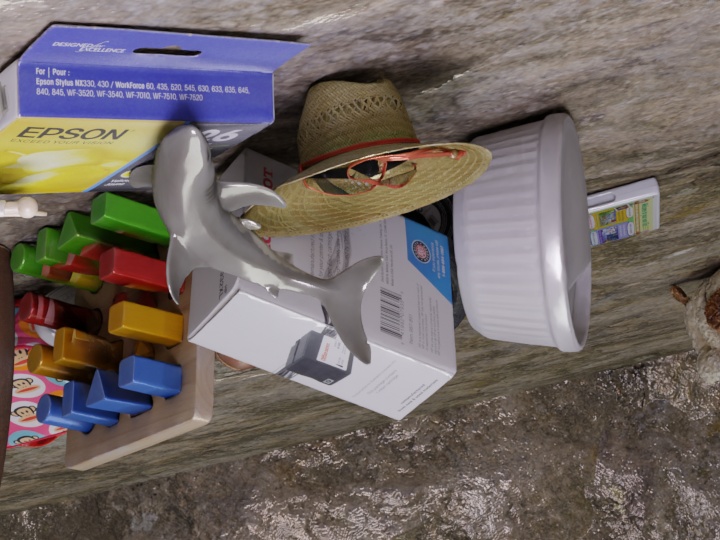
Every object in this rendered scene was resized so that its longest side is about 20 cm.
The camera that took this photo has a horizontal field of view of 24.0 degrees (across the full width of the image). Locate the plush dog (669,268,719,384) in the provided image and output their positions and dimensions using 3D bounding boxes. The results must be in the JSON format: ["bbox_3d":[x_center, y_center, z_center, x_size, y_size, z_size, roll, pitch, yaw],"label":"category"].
[{"bbox_3d":[0.551,0.042,2.511,0.200,0.160,0.172,-39,166,-28],"label":"plush dog"}]

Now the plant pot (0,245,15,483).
[{"bbox_3d":[-0.367,0.098,1.425,0.186,0.201,0.187,-14,169,-3],"label":"plant pot"}]

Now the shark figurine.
[{"bbox_3d":[-0.090,-0.007,1.148,0.128,0.090,0.214,-10,140,43],"label":"shark figurine"}]

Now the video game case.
[{"bbox_3d":[0.244,-0.051,1.891,0.181,0.022,0.200,-15,168,7],"label":"video game case"}]

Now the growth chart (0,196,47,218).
[{"bbox_3d":[-0.289,-0.040,1.129,0.144,0.018,0.200,-3,-177,-19],"label":"growth chart"}]

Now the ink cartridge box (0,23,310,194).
[{"bbox_3d":[-0.162,-0.099,1.112,0.197,0.047,0.200,-2,167,-40],"label":"ink cartridge box"}]

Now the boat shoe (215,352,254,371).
[{"bbox_3d":[-0.092,0.043,1.599,0.068,0.072,0.200,-46,-173,31],"label":"boat shoe"}]

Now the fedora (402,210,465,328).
[{"bbox_3d":[0.000,0.000,1.503,0.199,0.092,0.201,-2,136,-2],"label":"fedora"}]

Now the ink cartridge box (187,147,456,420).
[{"bbox_3d":[-0.030,0.012,1.337,0.199,0.146,0.084,23,136,-26],"label":"ink cartridge box"}]

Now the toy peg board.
[{"bbox_3d":[-0.214,0.042,1.392,0.098,0.200,0.200,17,153,-36],"label":"toy peg board"}]

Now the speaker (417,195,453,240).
[{"bbox_3d":[0.101,-0.038,1.633,0.081,0.082,0.200,-18,168,23],"label":"speaker"}]

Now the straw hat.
[{"bbox_3d":[-0.004,-0.095,1.214,0.200,0.086,0.201,-14,170,-3],"label":"straw hat"}]

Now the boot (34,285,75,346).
[{"bbox_3d":[-0.206,0.018,1.603,0.199,0.074,0.096,-12,160,-35],"label":"boot"}]

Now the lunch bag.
[{"bbox_3d":[-0.350,0.116,1.668,0.199,0.082,0.176,-15,138,17],"label":"lunch bag"}]

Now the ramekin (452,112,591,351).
[{"bbox_3d":[0.139,-0.029,1.447,0.094,0.204,0.202,-4,171,14],"label":"ramekin"}]
